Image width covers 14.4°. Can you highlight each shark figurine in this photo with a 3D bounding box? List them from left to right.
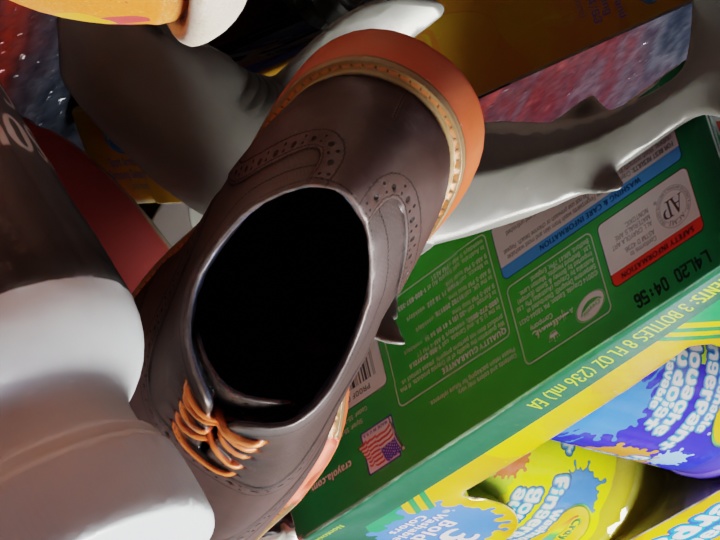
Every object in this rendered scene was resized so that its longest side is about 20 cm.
[{"bbox_3d":[0.024,-0.021,0.809,0.214,0.090,0.128,-3,139,-7],"label":"shark figurine"}]

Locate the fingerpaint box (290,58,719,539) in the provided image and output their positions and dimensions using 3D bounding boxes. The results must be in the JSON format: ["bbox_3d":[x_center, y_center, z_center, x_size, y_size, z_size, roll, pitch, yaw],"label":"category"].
[{"bbox_3d":[0.097,0.031,0.928,0.167,0.073,0.200,16,140,-42],"label":"fingerpaint box"}]

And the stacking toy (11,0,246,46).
[{"bbox_3d":[-0.129,-0.106,0.623,0.200,0.146,0.146,-12,158,-8],"label":"stacking toy"}]

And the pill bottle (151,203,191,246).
[{"bbox_3d":[0.000,0.000,1.061,0.109,0.109,0.200,-40,166,20],"label":"pill bottle"}]

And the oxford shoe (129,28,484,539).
[{"bbox_3d":[-0.036,0.026,0.759,0.200,0.071,0.073,-64,177,37],"label":"oxford shoe"}]

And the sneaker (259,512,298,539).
[{"bbox_3d":[-0.009,0.097,1.027,0.200,0.077,0.080,-3,101,-68],"label":"sneaker"}]

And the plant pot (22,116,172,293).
[{"bbox_3d":[-0.143,0.056,0.886,0.177,0.200,0.200,-37,165,-23],"label":"plant pot"}]

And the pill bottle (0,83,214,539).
[{"bbox_3d":[-0.127,0.006,0.736,0.116,0.200,0.116,-30,162,-11],"label":"pill bottle"}]

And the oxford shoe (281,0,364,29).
[{"bbox_3d":[-0.010,-0.127,0.808,0.084,0.073,0.200,-39,164,-4],"label":"oxford shoe"}]

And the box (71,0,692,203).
[{"bbox_3d":[0.016,-0.076,0.947,0.200,0.041,0.119,-27,-168,-25],"label":"box"}]
